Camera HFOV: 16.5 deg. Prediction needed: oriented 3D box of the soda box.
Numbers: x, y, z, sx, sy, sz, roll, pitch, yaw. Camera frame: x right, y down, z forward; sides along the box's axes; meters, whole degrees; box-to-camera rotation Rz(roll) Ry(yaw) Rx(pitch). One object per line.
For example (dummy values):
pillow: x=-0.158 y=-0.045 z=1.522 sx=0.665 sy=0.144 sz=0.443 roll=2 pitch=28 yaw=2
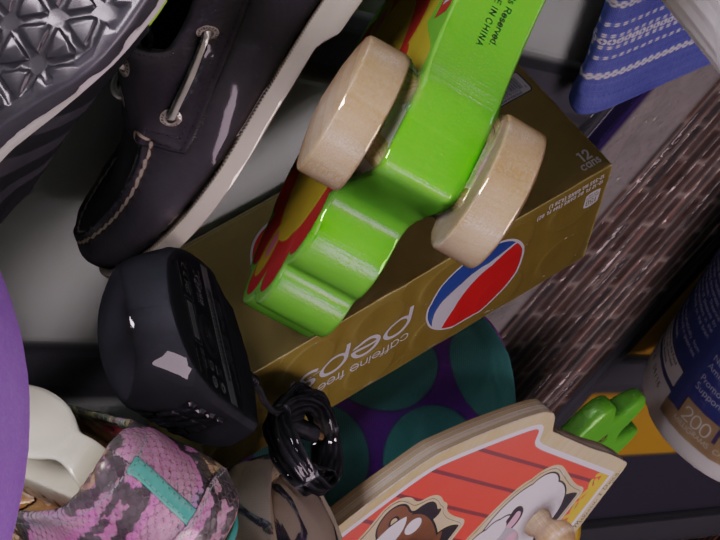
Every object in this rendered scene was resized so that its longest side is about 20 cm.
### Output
soda box: x=0.000 y=0.000 z=0.971 sx=0.199 sy=0.064 sz=0.068 roll=-29 pitch=154 yaw=-23

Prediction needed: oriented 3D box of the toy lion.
toy lion: x=0.024 y=-0.073 z=0.824 sx=0.201 sy=0.068 sz=0.192 roll=-63 pitch=-171 yaw=-9

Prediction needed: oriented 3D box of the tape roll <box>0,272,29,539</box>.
tape roll: x=-0.184 y=0.038 z=0.598 sx=0.200 sy=0.200 sz=0.066 roll=-40 pitch=157 yaw=-1

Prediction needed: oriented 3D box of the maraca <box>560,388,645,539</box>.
maraca: x=0.062 y=0.127 z=1.225 sx=0.200 sy=0.107 sz=0.137 roll=-36 pitch=164 yaw=-14

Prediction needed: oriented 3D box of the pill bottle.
pill bottle: x=0.235 y=0.014 z=1.282 sx=0.111 sy=0.111 sz=0.200 roll=-18 pitch=147 yaw=-41

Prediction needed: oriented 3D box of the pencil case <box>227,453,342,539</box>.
pencil case: x=-0.100 y=0.131 z=0.933 sx=0.199 sy=0.090 sz=0.078 roll=-15 pitch=-163 yaw=11

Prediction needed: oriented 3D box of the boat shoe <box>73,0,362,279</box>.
boat shoe: x=-0.051 y=-0.077 z=0.798 sx=0.062 sy=0.073 sz=0.200 roll=26 pitch=127 yaw=-17

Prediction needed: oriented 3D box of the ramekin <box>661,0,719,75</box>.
ramekin: x=0.188 y=-0.152 z=0.911 sx=0.200 sy=0.098 sz=0.201 roll=-29 pitch=151 yaw=-18

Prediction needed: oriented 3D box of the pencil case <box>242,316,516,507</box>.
pencil case: x=-0.026 y=0.085 z=1.050 sx=0.199 sy=0.085 sz=0.092 roll=-24 pitch=-177 yaw=-31

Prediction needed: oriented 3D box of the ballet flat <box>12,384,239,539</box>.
ballet flat: x=-0.116 y=0.064 z=0.849 sx=0.069 sy=0.200 sz=0.071 roll=-49 pitch=118 yaw=-23

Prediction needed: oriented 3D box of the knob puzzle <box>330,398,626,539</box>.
knob puzzle: x=0.024 y=0.141 z=1.055 sx=0.219 sy=0.030 sz=0.220 roll=-31 pitch=146 yaw=-24

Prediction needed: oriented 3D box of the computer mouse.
computer mouse: x=-0.047 y=0.042 z=0.855 sx=0.034 sy=0.059 sz=0.200 roll=-19 pitch=156 yaw=11

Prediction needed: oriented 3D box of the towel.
towel: x=0.158 y=-0.154 z=1.001 sx=0.144 sy=0.024 sz=0.200 roll=-25 pitch=149 yaw=-28

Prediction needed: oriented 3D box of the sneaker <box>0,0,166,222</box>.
sneaker: x=-0.115 y=-0.058 z=0.728 sx=0.200 sy=0.072 sz=0.083 roll=-47 pitch=179 yaw=16
